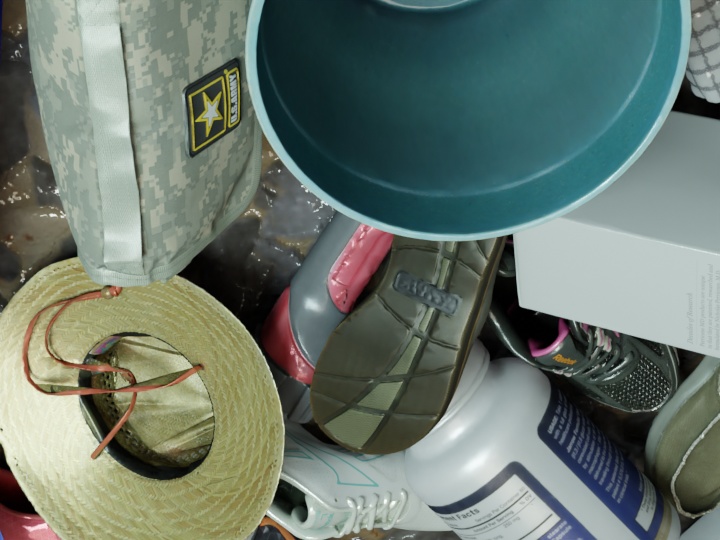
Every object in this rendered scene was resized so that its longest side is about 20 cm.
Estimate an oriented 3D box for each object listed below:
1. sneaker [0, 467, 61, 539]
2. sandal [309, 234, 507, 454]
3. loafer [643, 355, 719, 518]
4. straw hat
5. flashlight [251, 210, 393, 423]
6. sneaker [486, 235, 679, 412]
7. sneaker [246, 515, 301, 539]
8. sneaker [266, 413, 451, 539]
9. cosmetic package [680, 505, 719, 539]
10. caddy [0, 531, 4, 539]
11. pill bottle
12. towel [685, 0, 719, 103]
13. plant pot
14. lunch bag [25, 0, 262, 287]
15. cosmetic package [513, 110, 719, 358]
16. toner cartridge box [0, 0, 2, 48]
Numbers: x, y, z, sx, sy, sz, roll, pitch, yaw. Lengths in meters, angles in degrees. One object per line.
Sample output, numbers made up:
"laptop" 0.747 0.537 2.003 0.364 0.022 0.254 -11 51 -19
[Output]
"sneaker" -0.186 0.183 1.078 0.200 0.074 0.087 22 118 -18
"sandal" 0.036 0.019 0.932 0.082 0.055 0.200 27 111 19
"loafer" 0.246 0.087 1.038 0.075 0.070 0.200 -2 127 -34
"straw hat" -0.122 0.077 1.001 0.201 0.085 0.201 3 101 18
"flashlight" 0.000 0.000 0.974 0.068 0.068 0.200 16 122 -34
"sneaker" 0.119 0.036 0.995 0.200 0.086 0.080 35 116 -25
"sneaker" -0.096 0.255 1.057 0.112 0.078 0.200 43 80 -19
"sneaker" -0.011 0.146 1.064 0.200 0.080 0.071 14 120 -15
"cosmetic package" 0.354 0.226 1.093 0.200 0.167 0.166 32 116 -22
"caddy" -0.304 0.161 0.980 0.105 0.141 0.200 -22 94 51
"pill bottle" 0.098 0.126 1.031 0.111 0.111 0.200 -39 107 20
"towel" 0.233 -0.199 0.851 0.200 0.086 0.166 -28 123 12
"plant pot" 0.043 -0.149 0.804 0.200 0.188 0.200 -2 125 -3
"lunch bag" -0.107 -0.107 0.813 0.117 0.200 0.164 -1 123 -3
"cosmetic package" 0.193 -0.019 0.888 0.200 0.113 0.081 15 137 28
"toner cartridge box" -0.226 -0.056 0.901 0.043 0.095 0.200 6 123 -7
